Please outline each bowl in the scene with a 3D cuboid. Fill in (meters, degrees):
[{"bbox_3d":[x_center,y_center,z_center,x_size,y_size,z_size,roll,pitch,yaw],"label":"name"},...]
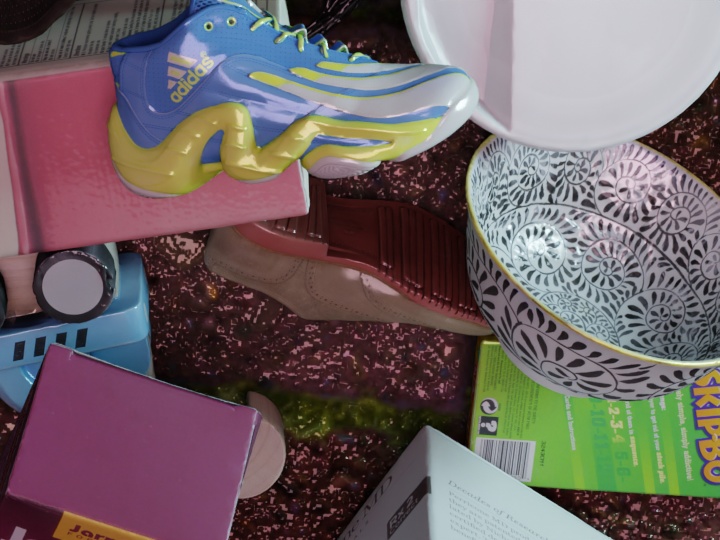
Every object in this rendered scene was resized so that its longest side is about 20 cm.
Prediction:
[{"bbox_3d":[0.136,0.012,1.367,0.199,0.201,0.095,21,128,-10],"label":"bowl"}]

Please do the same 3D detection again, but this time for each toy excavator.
[{"bbox_3d":[-0.153,0.055,1.387,0.193,0.100,0.201,-10,117,-1],"label":"toy excavator"}]

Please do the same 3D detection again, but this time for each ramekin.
[{"bbox_3d":[0.118,-0.175,1.346,0.200,0.094,0.204,-1,104,-6],"label":"ramekin"}]

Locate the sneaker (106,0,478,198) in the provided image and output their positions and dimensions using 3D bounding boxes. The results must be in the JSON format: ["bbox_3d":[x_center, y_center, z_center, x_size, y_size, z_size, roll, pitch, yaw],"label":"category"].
[{"bbox_3d":[-0.042,-0.102,1.201,0.198,0.076,0.106,-12,112,4],"label":"sneaker"}]

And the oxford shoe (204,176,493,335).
[{"bbox_3d":[0.000,0.000,1.404,0.199,0.071,0.075,22,133,-16],"label":"oxford shoe"}]

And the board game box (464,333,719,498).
[{"bbox_3d":[0.167,0.092,1.450,0.198,0.030,0.096,5,107,-4],"label":"board game box"}]

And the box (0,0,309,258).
[{"bbox_3d":[-0.133,-0.089,1.313,0.198,0.128,0.110,-8,114,2],"label":"box"}]

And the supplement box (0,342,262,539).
[{"bbox_3d":[-0.152,0.147,1.341,0.130,0.104,0.200,19,145,-8],"label":"supplement box"}]

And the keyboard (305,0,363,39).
[{"bbox_3d":[-0.039,-0.193,1.365,0.200,0.021,0.127,-43,103,6],"label":"keyboard"}]

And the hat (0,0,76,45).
[{"bbox_3d":[-0.184,-0.227,1.300,0.199,0.081,0.203,2,93,36],"label":"hat"}]

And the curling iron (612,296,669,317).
[{"bbox_3d":[0.210,0.014,1.439,0.198,0.026,0.050,-13,83,3],"label":"curling iron"}]

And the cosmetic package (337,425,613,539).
[{"bbox_3d":[0.061,0.235,1.376,0.164,0.200,0.165,32,109,-13],"label":"cosmetic package"}]
